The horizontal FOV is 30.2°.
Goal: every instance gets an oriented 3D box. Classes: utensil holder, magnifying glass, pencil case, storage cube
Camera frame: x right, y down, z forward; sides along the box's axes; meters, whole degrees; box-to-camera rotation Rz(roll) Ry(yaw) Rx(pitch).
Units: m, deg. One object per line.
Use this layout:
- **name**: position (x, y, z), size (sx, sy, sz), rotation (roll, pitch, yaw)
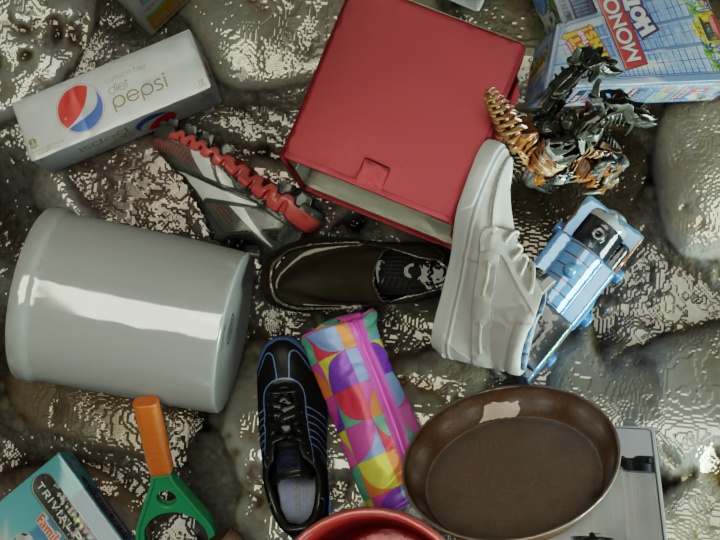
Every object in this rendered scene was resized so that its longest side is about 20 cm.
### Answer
- **utensil holder**: position (-0.216, 0.041, 1.284), size (0.198, 0.170, 0.172), rotation (11, 84, 4)
- **magnifying glass**: position (-0.186, 0.208, 1.277), size (0.079, 0.022, 0.201), rotation (-5, 119, 6)
- **pencil case**: position (0.013, 0.138, 1.289), size (0.088, 0.088, 0.201), rotation (-25, 82, 2)
- **storage cube**: position (0.043, -0.143, 1.277), size (0.199, 0.171, 0.181), rotation (23, 85, 8)

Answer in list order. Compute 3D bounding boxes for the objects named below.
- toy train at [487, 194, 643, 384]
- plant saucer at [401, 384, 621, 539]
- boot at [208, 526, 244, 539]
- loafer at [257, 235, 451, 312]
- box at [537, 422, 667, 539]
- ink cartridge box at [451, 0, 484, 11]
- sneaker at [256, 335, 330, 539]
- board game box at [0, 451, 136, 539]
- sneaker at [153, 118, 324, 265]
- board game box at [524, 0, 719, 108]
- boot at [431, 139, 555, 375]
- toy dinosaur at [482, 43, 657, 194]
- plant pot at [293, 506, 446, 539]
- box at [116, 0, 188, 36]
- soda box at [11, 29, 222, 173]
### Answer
- **toy train**: position (0.188, 0.020, 1.271), size (0.087, 0.114, 0.200), rotation (39, 88, 8)
- **plant saucer**: position (0.137, 0.180, 1.205), size (0.198, 0.201, 0.035), rotation (-13, 123, 4)
- **boot**: position (-0.147, 0.360, 1.286), size (0.199, 0.074, 0.155), rotation (-36, 96, 16)
- **loafer**: position (0.000, 0.000, 1.282), size (0.198, 0.071, 0.074), rotation (-6, 92, -8)
- **box**: position (0.215, 0.228, 1.208), size (0.115, 0.201, 0.061), rotation (2, 126, 7)
- **ink cartridge box**: position (0.109, -0.382, 1.353), size (0.115, 0.067, 0.201), rotation (24, 86, 8)
- **sneaker**: position (-0.065, 0.160, 1.296), size (0.069, 0.078, 0.202), rotation (-11, 82, 4)
- **board game box**: position (-0.325, 0.302, 1.319), size (0.200, 0.047, 0.151), rotation (-40, 81, 0)
- **sneaker**: position (-0.137, -0.074, 1.335), size (0.200, 0.071, 0.098), rotation (33, 94, 12)
- **board game box**: position (0.237, -0.240, 1.298), size (0.198, 0.062, 0.202), rotation (-18, 81, -17)
- **boot**: position (0.131, -0.009, 1.184), size (0.095, 0.073, 0.202), rotation (16, 104, 20)
- **toy dinosaur**: position (0.187, -0.123, 1.205), size (0.136, 0.199, 0.102), rotation (-46, 69, 26)
- **plant pot**: position (0.019, 0.309, 1.216), size (0.198, 0.177, 0.202), rotation (-1, 86, 8)
- **box**: position (-0.221, -0.330, 1.311), size (0.112, 0.200, 0.101), rotation (-44, 82, -3)
- **soda box**: position (-0.247, -0.171, 1.363), size (0.199, 0.064, 0.069), rotation (-22, 81, 2)
